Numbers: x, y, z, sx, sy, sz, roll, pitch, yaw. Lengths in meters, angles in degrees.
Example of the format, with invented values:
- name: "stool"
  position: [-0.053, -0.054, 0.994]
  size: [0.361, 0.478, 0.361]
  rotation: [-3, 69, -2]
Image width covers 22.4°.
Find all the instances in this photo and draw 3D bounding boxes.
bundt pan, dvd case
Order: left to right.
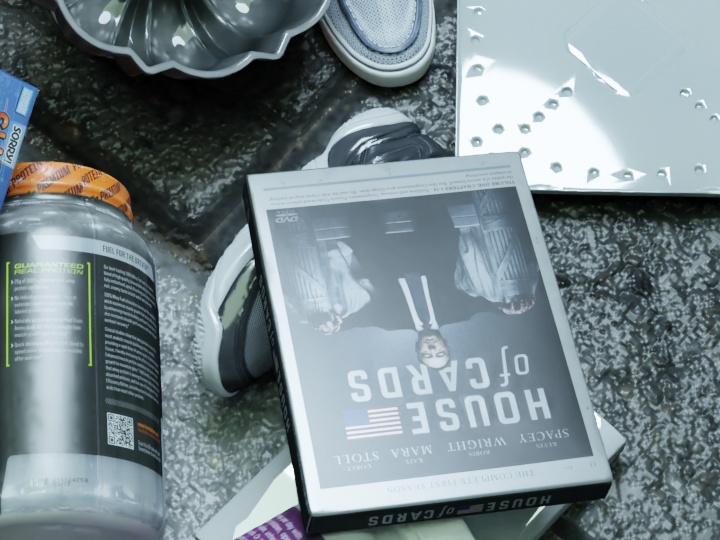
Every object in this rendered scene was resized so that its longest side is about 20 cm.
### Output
- name: "bundt pan"
  position: [-0.111, -0.200, 1.040]
  size: [0.201, 0.076, 0.202]
  rotation: [3, 83, -21]
- name: "dvd case"
  position: [0.029, 0.030, 0.908]
  size: [0.150, 0.025, 0.200]
  rotation: [-6, 56, -11]

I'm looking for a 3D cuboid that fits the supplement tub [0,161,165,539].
- name: "supplement tub"
  position: [-0.167, 0.052, 0.967]
  size: [0.122, 0.123, 0.200]
  rotation: [-4, 66, 0]

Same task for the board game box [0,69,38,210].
- name: "board game box"
  position: [-0.250, -0.019, 0.972]
  size: [0.034, 0.200, 0.136]
  rotation: [27, 63, -30]

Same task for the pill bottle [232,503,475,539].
- name: "pill bottle"
  position: [-0.037, 0.181, 0.881]
  size: [0.200, 0.112, 0.112]
  rotation: [-29, 68, -14]

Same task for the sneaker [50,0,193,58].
- name: "sneaker"
  position: [-0.175, -0.210, 1.099]
  size: [0.081, 0.088, 0.200]
  rotation: [-39, 75, -15]

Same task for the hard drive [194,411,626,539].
- name: "hard drive"
  position: [0.028, 0.120, 0.984]
  size: [0.132, 0.025, 0.200]
  rotation: [41, 73, 18]

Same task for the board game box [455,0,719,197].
- name: "board game box"
  position: [0.157, -0.132, 1.092]
  size: [0.199, 0.026, 0.200]
  rotation: [1, 66, 2]

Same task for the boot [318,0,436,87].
- name: "boot"
  position: [-0.004, -0.214, 1.097]
  size: [0.073, 0.090, 0.200]
  rotation: [-16, 66, -6]

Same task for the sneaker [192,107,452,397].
- name: "sneaker"
  position: [0.000, 0.000, 0.997]
  size: [0.114, 0.076, 0.200]
  rotation: [24, 64, 31]
